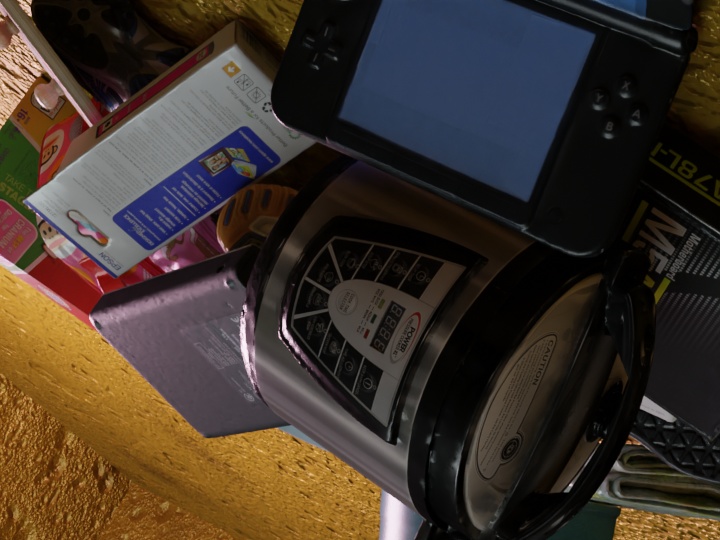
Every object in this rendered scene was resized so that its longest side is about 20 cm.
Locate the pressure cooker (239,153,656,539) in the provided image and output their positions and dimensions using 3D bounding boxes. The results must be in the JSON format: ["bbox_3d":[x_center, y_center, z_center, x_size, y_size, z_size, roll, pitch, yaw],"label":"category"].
[{"bbox_3d":[0.058,0.040,0.806,0.199,0.178,0.177,31,145,32],"label":"pressure cooker"}]

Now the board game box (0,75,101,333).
[{"bbox_3d":[-0.245,-0.050,1.345,0.199,0.154,0.040,35,163,-11],"label":"board game box"}]

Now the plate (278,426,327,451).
[{"bbox_3d":[-0.067,0.105,1.239,0.198,0.026,0.200,25,167,6],"label":"plate"}]

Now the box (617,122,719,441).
[{"bbox_3d":[0.156,-0.006,0.858,0.192,0.048,0.201,37,156,11],"label":"box"}]

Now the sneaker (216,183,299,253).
[{"bbox_3d":[0.000,0.000,1.048,0.198,0.076,0.088,23,163,14],"label":"sneaker"}]

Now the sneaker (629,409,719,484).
[{"bbox_3d":[0.212,0.090,1.095,0.198,0.073,0.083,24,-169,24],"label":"sneaker"}]

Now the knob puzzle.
[{"bbox_3d":[-0.249,-0.173,1.062,0.220,0.030,0.220,52,174,7],"label":"knob puzzle"}]

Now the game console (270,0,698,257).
[{"bbox_3d":[0.043,-0.121,0.699,0.198,0.173,0.118,25,-171,23],"label":"game console"}]

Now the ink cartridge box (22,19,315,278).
[{"bbox_3d":[-0.127,-0.078,1.041,0.095,0.199,0.037,43,-155,-32],"label":"ink cartridge box"}]

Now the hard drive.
[{"bbox_3d":[-0.094,0.057,1.081,0.140,0.033,0.199,48,144,-21],"label":"hard drive"}]

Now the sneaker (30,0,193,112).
[{"bbox_3d":[-0.156,-0.138,1.100,0.200,0.077,0.085,47,166,-16],"label":"sneaker"}]

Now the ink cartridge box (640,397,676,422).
[{"bbox_3d":[0.144,-0.006,0.978,0.161,0.057,0.202,24,141,27],"label":"ink cartridge box"}]

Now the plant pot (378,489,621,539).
[{"bbox_3d":[0.100,0.271,1.230,0.197,0.191,0.200,8,171,1],"label":"plant pot"}]

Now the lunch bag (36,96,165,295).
[{"bbox_3d":[-0.175,-0.027,1.236,0.081,0.178,0.200,-28,132,24],"label":"lunch bag"}]

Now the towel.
[{"bbox_3d":[0.203,0.161,1.199,0.169,0.049,0.199,14,170,-28],"label":"towel"}]

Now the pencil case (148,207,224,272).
[{"bbox_3d":[-0.079,0.012,1.142,0.200,0.083,0.087,43,123,3],"label":"pencil case"}]
